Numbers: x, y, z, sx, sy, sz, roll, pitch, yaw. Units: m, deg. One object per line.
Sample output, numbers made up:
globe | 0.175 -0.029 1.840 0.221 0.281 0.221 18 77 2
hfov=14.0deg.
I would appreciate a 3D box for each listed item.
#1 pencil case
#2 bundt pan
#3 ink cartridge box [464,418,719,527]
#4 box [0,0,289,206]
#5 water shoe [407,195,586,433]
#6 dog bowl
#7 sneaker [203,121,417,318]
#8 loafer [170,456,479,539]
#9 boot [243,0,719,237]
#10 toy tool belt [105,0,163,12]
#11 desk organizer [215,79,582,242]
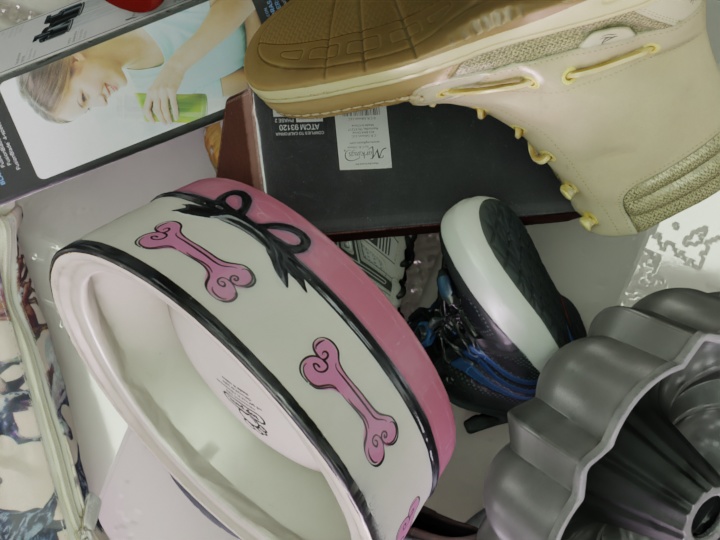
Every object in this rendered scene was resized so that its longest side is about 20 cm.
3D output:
pencil case | -0.175 0.064 1.412 0.089 0.078 0.200 -15 91 30
bundt pan | 0.131 0.095 1.310 0.076 0.202 0.202 31 96 42
ink cartridge box | 0.146 0.174 1.415 0.200 0.041 0.200 -37 89 6
box | -0.091 -0.104 1.379 0.200 0.117 0.060 -21 106 3
water shoe | 0.056 0.033 1.339 0.079 0.200 0.072 -21 63 9
dog bowl | -0.041 0.045 1.270 0.200 0.200 0.074 46 69 1
sneaker | 0.000 0.000 1.401 0.088 0.076 0.200 -24 97 -6
loafer | -0.011 0.106 1.372 0.200 0.072 0.063 32 124 35
boot | 0.064 -0.073 1.276 0.200 0.156 0.073 -17 47 12
toy tool belt | -0.047 -0.188 1.264 0.125 0.200 0.123 37 66 -16
desk organizer | 0.028 -0.052 1.348 0.200 0.077 0.072 -5 86 -27
